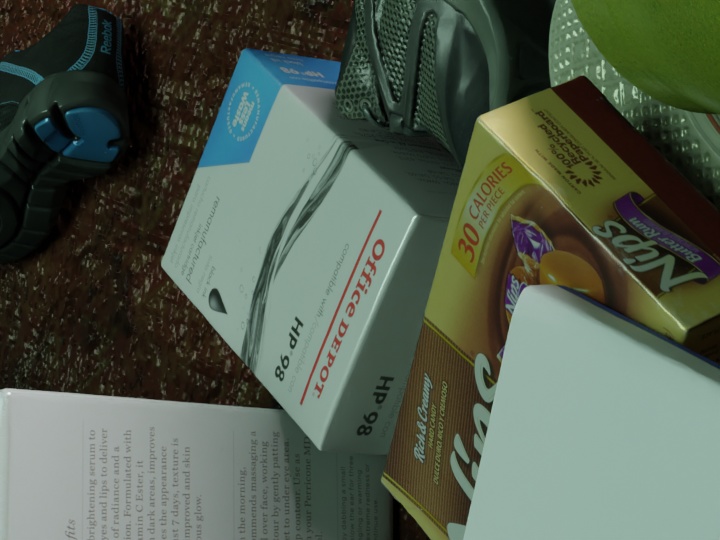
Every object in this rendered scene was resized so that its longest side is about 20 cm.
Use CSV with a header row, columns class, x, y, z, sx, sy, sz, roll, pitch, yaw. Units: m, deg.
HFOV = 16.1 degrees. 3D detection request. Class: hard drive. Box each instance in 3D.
class,x,y,z,sx,sy,sz,roll,pitch,yaw
hard drive,0.110,0.101,0.801,0.200,0.025,0.133,29,113,46

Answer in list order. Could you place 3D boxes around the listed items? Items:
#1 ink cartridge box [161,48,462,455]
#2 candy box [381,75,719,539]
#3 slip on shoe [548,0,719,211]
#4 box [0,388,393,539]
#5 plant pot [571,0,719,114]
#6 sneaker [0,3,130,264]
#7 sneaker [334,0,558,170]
class,x,y,z,sx,sy,sz,roll,pitch,yaw
ink cartridge box,0.000,0.000,1.098,0.200,0.066,0.116,45,120,47
candy box,0.076,0.044,0.929,0.117,0.056,0.201,48,143,30
slip on shoe,0.129,-0.045,0.934,0.200,0.061,0.074,57,134,37
box,-0.107,0.117,1.114,0.152,0.199,0.107,-12,75,53
plant pot,0.165,-0.117,0.805,0.193,0.199,0.202,2,86,62
sneaker,-0.183,-0.067,1.369,0.200,0.073,0.082,-31,44,41
sneaker,0.052,-0.065,1.037,0.200,0.076,0.114,66,149,23
